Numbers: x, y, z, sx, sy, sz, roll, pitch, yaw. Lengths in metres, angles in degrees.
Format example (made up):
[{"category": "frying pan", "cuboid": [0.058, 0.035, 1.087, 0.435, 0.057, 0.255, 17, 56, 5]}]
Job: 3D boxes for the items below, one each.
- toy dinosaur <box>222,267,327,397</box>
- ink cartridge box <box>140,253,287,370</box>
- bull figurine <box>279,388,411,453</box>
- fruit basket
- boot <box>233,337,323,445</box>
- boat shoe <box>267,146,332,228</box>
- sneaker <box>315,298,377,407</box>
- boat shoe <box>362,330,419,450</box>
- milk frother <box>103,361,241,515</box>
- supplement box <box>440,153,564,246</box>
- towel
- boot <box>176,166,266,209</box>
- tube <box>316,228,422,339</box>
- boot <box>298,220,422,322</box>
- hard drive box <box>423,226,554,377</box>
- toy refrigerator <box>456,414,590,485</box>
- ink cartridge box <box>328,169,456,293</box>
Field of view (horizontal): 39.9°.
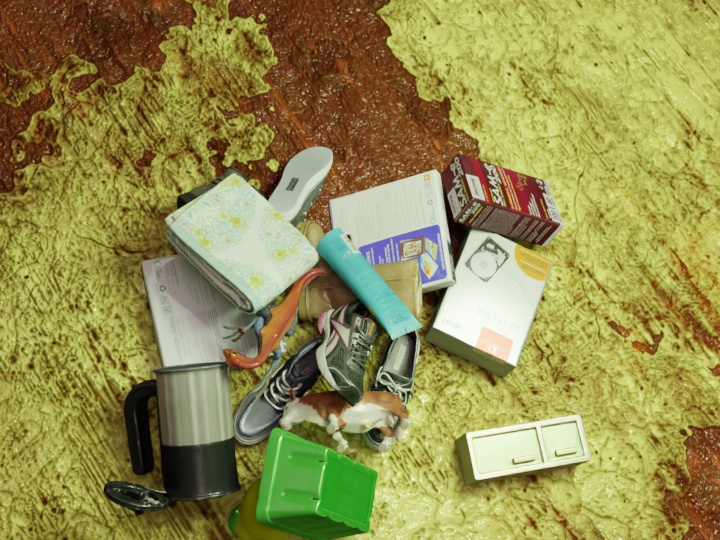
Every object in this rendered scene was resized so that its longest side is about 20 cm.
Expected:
[{"category": "toy dinosaur", "cuboid": [-0.143, 0.081, 1.492, 0.104, 0.182, 0.202, 31, 102, -9]}, {"category": "ink cartridge box", "cuboid": [-0.236, 0.064, 1.591, 0.197, 0.043, 0.200, -10, 73, -18]}, {"category": "bull figurine", "cuboid": [-0.020, 0.219, 1.486, 0.196, 0.122, 0.066, -4, 115, -16]}, {"category": "fruit basket", "cuboid": [-0.101, 0.330, 1.467, 0.212, 0.216, 0.158, 12, 70, -6]}, {"category": "boot", "cuboid": [-0.123, 0.183, 1.543, 0.073, 0.090, 0.200, 40, 69, 5]}, {"category": "boat shoe", "cuboid": [-0.099, -0.130, 1.669, 0.069, 0.067, 0.201, 10, 45, 15]}, {"category": "sneaker", "cuboid": [-0.014, 0.109, 1.484, 0.086, 0.080, 0.201, -35, 35, 17]}, {"category": "boat shoe", "cuboid": [0.054, 0.185, 1.586, 0.073, 0.068, 0.202, 24, 69, -1]}, {"category": "milk frother", "cuboid": [-0.272, 0.237, 1.423, 0.177, 0.200, 0.192, -6, 89, 2]}, {"category": "supplement box", "cuboid": [0.240, -0.118, 1.677, 0.197, 0.061, 0.110, 12, 46, -29]}, {"category": "towel", "cuboid": [-0.180, -0.045, 1.521, 0.200, 0.048, 0.171, 43, 50, 7]}, {"category": "boot", "cuboid": [-0.194, -0.077, 1.603, 0.130, 0.068, 0.201, -31, 73, -29]}, {"category": "tube", "cuboid": [0.011, 0.022, 1.534, 0.077, 0.051, 0.200, -21, 63, -44]}, {"category": "boot", "cuboid": [0.000, 0.000, 1.605, 0.196, 0.066, 0.179, -4, 82, 16]}, {"category": "hard drive box", "cuboid": [0.215, 0.050, 1.658, 0.154, 0.077, 0.202, 24, 69, -1]}, {"category": "toy refrigerator", "cuboid": [0.261, 0.286, 1.588, 0.196, 0.070, 0.077, -6, 72, -13]}, {"category": "ink cartridge box", "cuboid": [0.052, -0.049, 1.659, 0.197, 0.043, 0.202, -14, 69, 18]}]
